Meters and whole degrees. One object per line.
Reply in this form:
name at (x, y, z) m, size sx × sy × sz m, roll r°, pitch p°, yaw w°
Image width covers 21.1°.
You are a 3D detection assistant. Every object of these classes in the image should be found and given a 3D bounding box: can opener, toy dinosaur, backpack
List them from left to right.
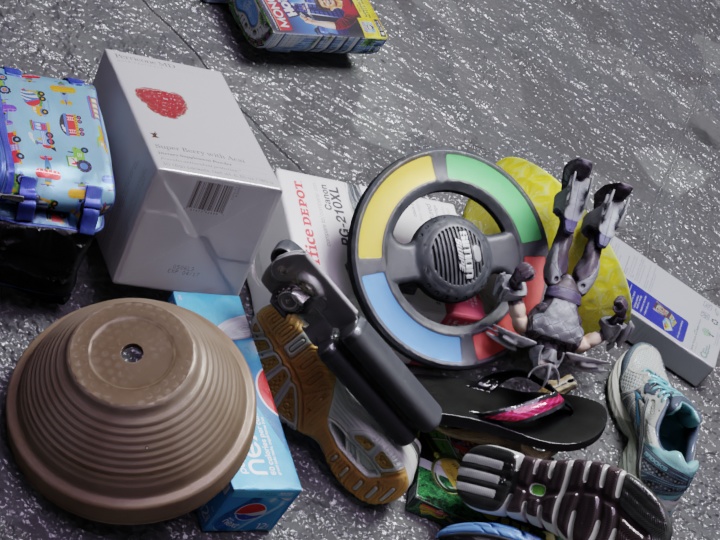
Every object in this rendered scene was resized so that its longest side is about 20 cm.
backpack at (-0.320, -0.082, 1.603) m, size 0.199 × 0.135 × 0.183 m, roll 10°, pitch 45°, yaw -25°
can opener at (-0.005, 0.055, 1.628) m, size 0.200 × 0.053 × 0.067 m, roll 49°, pitch 29°, yaw -15°
toy dinosaur at (0.137, 0.150, 1.754) m, size 0.199 × 0.058 × 0.101 m, roll -13°, pitch 44°, yaw -43°

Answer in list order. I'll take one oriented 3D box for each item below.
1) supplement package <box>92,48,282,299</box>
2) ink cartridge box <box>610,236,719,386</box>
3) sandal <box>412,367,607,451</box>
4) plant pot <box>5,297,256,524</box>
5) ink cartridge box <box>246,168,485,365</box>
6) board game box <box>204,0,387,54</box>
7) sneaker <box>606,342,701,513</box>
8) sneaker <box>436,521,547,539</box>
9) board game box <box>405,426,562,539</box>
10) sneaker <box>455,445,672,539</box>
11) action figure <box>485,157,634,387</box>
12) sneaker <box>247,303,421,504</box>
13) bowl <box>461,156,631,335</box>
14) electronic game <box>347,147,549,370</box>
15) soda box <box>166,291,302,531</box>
supplement package at (-0.167, -0.086, 1.691) m, size 0.121 × 0.120 × 0.200 m, roll 8°, pitch 32°, yaw -29°
ink cartridge box at (0.287, 0.028, 2.013) m, size 0.200 × 0.039 × 0.100 m, roll 36°, pitch 40°, yaw -4°
sandal at (0.131, 0.115, 1.703) m, size 0.199 × 0.045 × 0.075 m, roll 10°, pitch 30°, yaw -16°
plant pot at (-0.179, 0.089, 1.516) m, size 0.199 × 0.093 × 0.202 m, roll 3°, pitch 52°, yaw -4°
ink cartridge box at (0.000, 0.000, 1.792) m, size 0.199 × 0.084 × 0.145 m, roll 10°, pitch 47°, yaw -28°
board game box at (-0.100, -0.301, 2.032) m, size 0.199 × 0.062 × 0.201 m, roll -2°, pitch 53°, yaw -36°
sneaker at (0.296, 0.142, 1.870) m, size 0.077 × 0.086 × 0.201 m, roll 20°, pitch 42°, yaw -20°
sneaker at (0.152, 0.272, 1.644) m, size 0.199 × 0.071 × 0.083 m, roll 26°, pitch 84°, yaw 7°
board game box at (0.136, 0.208, 1.740) m, size 0.199 × 0.023 × 0.105 m, roll 25°, pitch 43°, yaw -14°
sneaker at (0.189, 0.201, 1.657) m, size 0.199 × 0.076 × 0.115 m, roll 18°, pitch -7°, yaw 31°
action figure at (0.184, 0.008, 1.718) m, size 0.129 × 0.069 × 0.201 m, roll 21°, pitch 74°, yaw -18°
sneaker at (-0.023, 0.109, 1.680) m, size 0.200 × 0.075 × 0.088 m, roll 54°, pitch 28°, yaw -4°
bowl at (0.155, 0.003, 1.856) m, size 0.107 × 0.200 × 0.200 m, roll -36°, pitch 74°, yaw -17°
electronic game at (0.081, -0.011, 1.729) m, size 0.199 × 0.042 × 0.201 m, roll 4°, pitch 79°, yaw -23°
soda box at (-0.116, 0.116, 1.612) m, size 0.067 × 0.064 × 0.201 m, roll 4°, pitch 50°, yaw -33°
